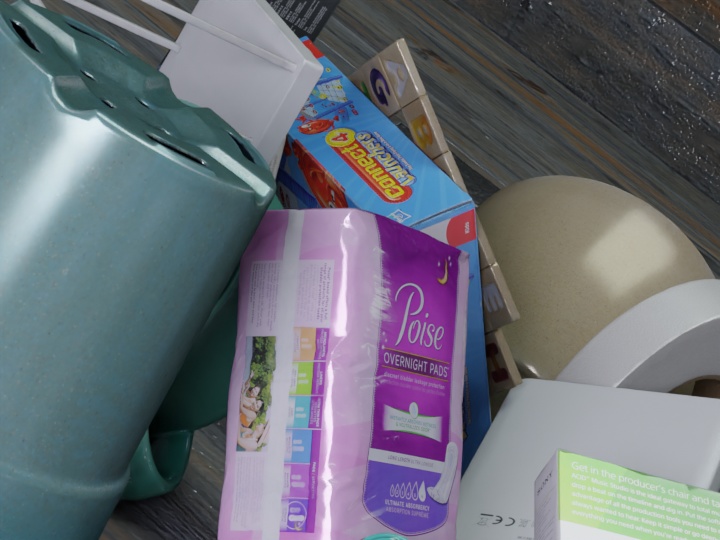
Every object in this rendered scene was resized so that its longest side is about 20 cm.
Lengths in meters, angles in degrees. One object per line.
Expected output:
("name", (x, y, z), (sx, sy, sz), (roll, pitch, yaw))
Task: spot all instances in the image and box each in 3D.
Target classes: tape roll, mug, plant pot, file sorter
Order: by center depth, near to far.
("plant pot", (-0.149, 0.002, 1.282), (0.200, 0.196, 0.200), (32, 12, -7))
("mug", (-0.112, 0.019, 1.476), (0.152, 0.185, 0.114), (24, -18, 26))
("file sorter", (-0.140, -0.072, 1.598), (0.124, 0.200, 0.139), (22, 17, -31))
("tape roll", (0.172, 0.096, 1.764), (0.037, 0.203, 0.203), (43, 15, 34))
("plant pot", (0.113, 0.060, 1.847), (0.200, 0.201, 0.134), (37, 40, 10))

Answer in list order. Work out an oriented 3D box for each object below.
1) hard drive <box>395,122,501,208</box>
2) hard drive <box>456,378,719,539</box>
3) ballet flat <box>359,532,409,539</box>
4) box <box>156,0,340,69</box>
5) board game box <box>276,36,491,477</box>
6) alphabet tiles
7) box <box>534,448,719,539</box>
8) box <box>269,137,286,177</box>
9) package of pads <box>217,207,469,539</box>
("hard drive", (0.071, 0.012, 1.970), (0.200, 0.140, 0.038), (39, 38, 16))
("hard drive", (0.117, 0.125, 1.580), (0.131, 0.027, 0.200), (6, 31, 19))
("ballet flat", (0.044, 0.209, 1.311), (0.200, 0.069, 0.071), (55, -18, 29))
("box", (-0.089, -0.131, 1.946), (0.043, 0.200, 0.160), (30, 14, -17))
("board game box", (0.000, 0.000, 1.715), (0.056, 0.200, 0.196), (-22, 40, -19))
("alphabet tiles", (0.035, -0.021, 1.695), (0.201, 0.008, 0.167), (68, -20, 2))
("box", (0.154, 0.191, 1.440), (0.144, 0.036, 0.200), (16, 50, -15))
("box", (-0.094, -0.043, 1.722), (0.039, 0.042, 0.200), (20, -17, -15))
("package of pads", (-0.006, 0.075, 1.408), (0.075, 0.201, 0.120), (-1, -10, 31))
